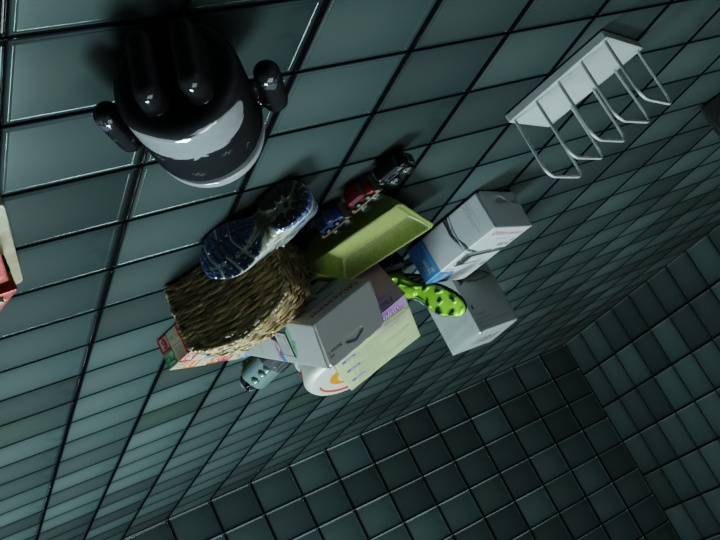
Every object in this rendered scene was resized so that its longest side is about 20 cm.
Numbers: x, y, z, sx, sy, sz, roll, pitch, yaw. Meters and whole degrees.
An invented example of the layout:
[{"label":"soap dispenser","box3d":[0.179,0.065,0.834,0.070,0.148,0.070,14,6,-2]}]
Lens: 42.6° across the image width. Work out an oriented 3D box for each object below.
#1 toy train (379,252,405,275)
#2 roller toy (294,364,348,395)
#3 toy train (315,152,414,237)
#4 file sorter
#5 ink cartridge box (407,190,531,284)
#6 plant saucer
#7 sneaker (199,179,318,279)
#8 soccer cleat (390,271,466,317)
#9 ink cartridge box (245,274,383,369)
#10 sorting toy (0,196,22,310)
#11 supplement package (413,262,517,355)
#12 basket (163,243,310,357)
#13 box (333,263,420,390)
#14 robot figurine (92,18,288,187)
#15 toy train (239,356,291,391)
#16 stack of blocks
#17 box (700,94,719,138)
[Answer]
[{"label":"toy train","box3d":[0.000,0.000,1.732,0.199,0.046,0.034,-18,145,-36]},{"label":"roller toy","box3d":[-0.058,0.161,1.940,0.199,0.140,0.183,1,141,-44]},{"label":"toy train","box3d":[0.001,-0.113,1.405,0.200,0.034,0.046,-39,152,27]},{"label":"file sorter","box3d":[0.361,-0.252,1.441,0.200,0.125,0.138,-41,160,34]},{"label":"ink cartridge box","box3d":[0.214,-0.064,1.813,0.144,0.085,0.200,-7,152,-50]},{"label":"plant saucer","box3d":[0.006,-0.059,1.564,0.199,0.048,0.200,-33,163,13]},{"label":"sneaker","box3d":[-0.139,-0.049,1.326,0.199,0.077,0.085,-33,167,15]},{"label":"soccer cleat","box3d":[0.139,0.040,1.883,0.081,0.199,0.068,-27,126,-46]},{"label":"ink cartridge box","box3d":[-0.086,0.077,1.491,0.199,0.084,0.145,4,-149,43]},{"label":"sorting toy","box3d":[-0.470,0.020,1.005,0.199,0.070,0.199,-22,162,-22]},{"label":"supplement package","box3d":[0.219,0.056,1.967,0.116,0.201,0.117,-16,160,-35]},{"label":"basket","box3d":[-0.173,0.050,1.434,0.199,0.143,0.149,-32,162,11]},{"label":"box","box3d":[0.004,0.106,1.736,0.176,0.097,0.200,-38,153,-6]},{"label":"robot figurine","box3d":[-0.162,-0.160,0.891,0.125,0.149,0.200,-63,167,-12]},{"label":"toy train","box3d":[-0.172,0.160,1.788,0.200,0.085,0.114,-43,-164,44]},{"label":"stack of blocks","box3d":[-0.245,0.112,1.642,0.115,0.059,0.199,-39,160,31]},{"label":"box","box3d":[0.837,-0.325,1.978,0.148,0.125,0.200,-37,160,22]}]
